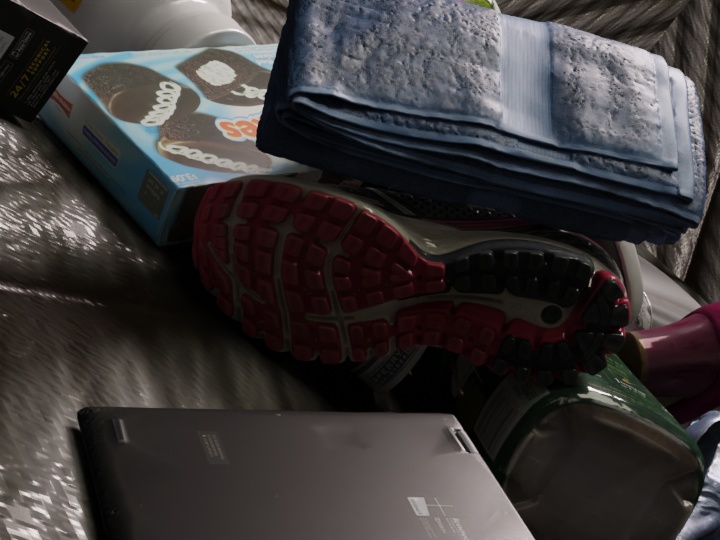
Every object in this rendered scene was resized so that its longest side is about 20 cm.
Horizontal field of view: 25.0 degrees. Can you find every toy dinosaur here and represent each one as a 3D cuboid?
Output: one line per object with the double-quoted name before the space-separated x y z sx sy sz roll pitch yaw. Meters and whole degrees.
"toy dinosaur" 0.192 0.137 0.882 0.181 0.200 0.105 -32 87 -40

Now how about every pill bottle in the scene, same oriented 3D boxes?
"pill bottle" -0.144 -0.159 0.938 0.200 0.104 0.104 45 12 31

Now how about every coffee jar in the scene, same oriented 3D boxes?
"coffee jar" 0.088 0.064 0.816 0.104 0.086 0.200 27 14 -20

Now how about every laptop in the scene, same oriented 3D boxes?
"laptop" 0.020 0.135 0.477 0.199 0.117 0.187 3 22 -19

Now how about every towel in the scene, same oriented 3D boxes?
"towel" 0.057 -0.078 0.735 0.199 0.049 0.112 12 48 -6

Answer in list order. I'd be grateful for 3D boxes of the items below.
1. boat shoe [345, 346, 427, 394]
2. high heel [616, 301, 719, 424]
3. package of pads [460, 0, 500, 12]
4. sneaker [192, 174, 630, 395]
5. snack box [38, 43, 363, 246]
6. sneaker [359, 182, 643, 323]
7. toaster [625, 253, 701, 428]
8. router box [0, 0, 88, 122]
"boat shoe" 0.000 0.000 0.858 0.068 0.072 0.200 38 17 -9
"high heel" 0.174 0.069 0.917 0.200 0.095 0.068 121 -39 -73
"package of pads" 0.003 -0.137 1.129 0.155 0.199 0.069 -96 167 -77
"sneaker" 0.021 0.002 0.739 0.199 0.081 0.075 14 21 0
"snack box" -0.054 -0.072 0.840 0.199 0.037 0.116 -11 45 -44
"sneaker" 0.054 -0.040 0.807 0.099 0.071 0.200 -29 80 -43
"toaster" 0.143 0.031 1.094 0.129 0.114 0.200 22 18 -51
"router box" -0.240 -0.165 0.766 0.157 0.052 0.200 25 17 -51
